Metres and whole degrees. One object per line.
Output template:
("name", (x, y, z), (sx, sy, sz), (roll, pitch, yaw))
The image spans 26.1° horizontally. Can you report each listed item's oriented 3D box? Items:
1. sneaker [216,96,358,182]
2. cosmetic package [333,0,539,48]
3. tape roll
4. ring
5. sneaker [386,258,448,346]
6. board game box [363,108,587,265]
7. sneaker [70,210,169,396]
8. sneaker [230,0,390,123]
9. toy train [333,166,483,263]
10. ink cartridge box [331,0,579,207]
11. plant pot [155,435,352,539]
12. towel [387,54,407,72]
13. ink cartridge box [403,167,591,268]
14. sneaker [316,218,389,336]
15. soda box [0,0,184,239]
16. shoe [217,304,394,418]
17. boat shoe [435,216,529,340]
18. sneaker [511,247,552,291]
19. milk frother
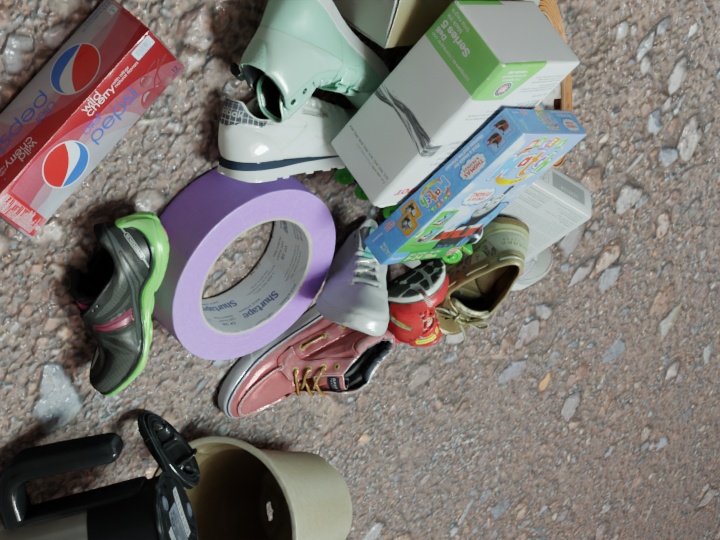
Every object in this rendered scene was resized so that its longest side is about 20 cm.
("sneaker", (-0.054, -0.141, 1.514), (0.200, 0.076, 0.081), (-18, 114, -44))
("cosmetic package", (0.074, -0.274, 1.498), (0.199, 0.105, 0.071), (-12, 131, -38))
("tape roll", (-0.122, -0.010, 1.561), (0.200, 0.066, 0.201), (-29, 141, -27))
("ring", (0.194, -0.210, 1.665), (0.200, 0.019, 0.202), (-3, 90, -68))
("sneaker", (0.065, 0.043, 1.714), (0.077, 0.085, 0.200), (-33, -179, -13))
("board game box", (0.114, -0.083, 1.532), (0.200, 0.037, 0.151), (-44, 162, 27))
("sneaker", (-0.239, 0.030, 1.479), (0.083, 0.077, 0.201), (-1, 122, -25))
("sneaker", (-0.046, -0.176, 1.459), (0.119, 0.074, 0.200), (-60, 141, -13))
("toy train", (0.052, -0.075, 1.638), (0.200, 0.042, 0.056), (35, 122, -28))
("ink cartridge box", (0.089, -0.159, 1.479), (0.200, 0.084, 0.145), (-46, 161, 32))
("plant pot", (-0.109, 0.280, 1.753), (0.183, 0.200, 0.201), (1, 122, -61))
("towel", (0.103, -0.206, 1.635), (0.200, 0.024, 0.147), (-43, 142, -23))
("ink cartridge box", (0.129, -0.060, 1.716), (0.161, 0.050, 0.200), (28, 137, -28))
("sneaker", (0.000, 0.000, 1.627), (0.075, 0.200, 0.089), (18, 108, -10))
("soda box", (-0.246, -0.129, 1.311), (0.200, 0.070, 0.063), (-48, 145, -3))
("shoe", (-0.058, 0.110, 1.715), (0.200, 0.091, 0.072), (-38, 143, -16))
("boat shoe", (0.126, 0.020, 1.730), (0.073, 0.063, 0.200), (12, 141, -14))
("sneaker", (0.180, -0.036, 1.823), (0.088, 0.082, 0.200), (-29, 155, 28))
("milk frother", (-0.265, 0.249, 1.596), (0.187, 0.181, 0.200), (-14, 177, 9))
